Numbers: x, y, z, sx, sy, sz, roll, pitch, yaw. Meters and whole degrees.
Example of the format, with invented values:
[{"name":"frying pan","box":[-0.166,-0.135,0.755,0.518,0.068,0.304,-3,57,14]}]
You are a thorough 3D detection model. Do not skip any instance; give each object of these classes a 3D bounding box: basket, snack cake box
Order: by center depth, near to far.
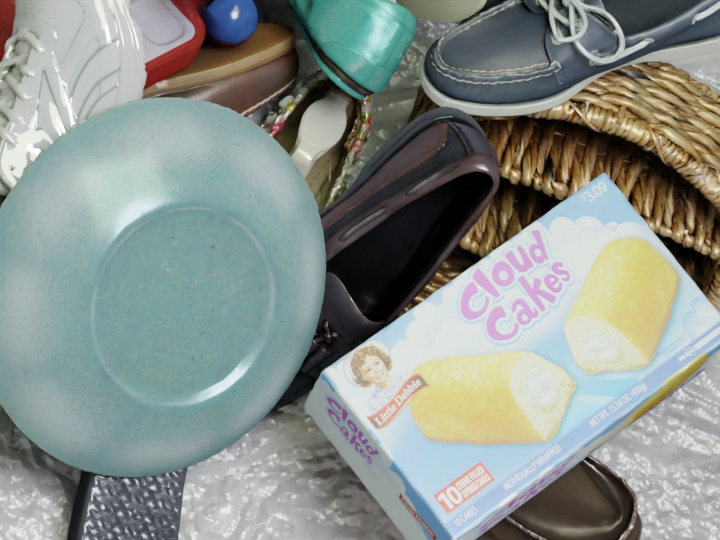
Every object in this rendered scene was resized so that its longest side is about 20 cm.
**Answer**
[{"name":"snack cake box","box":[0.084,0.053,1.583,0.200,0.067,0.115,-35,79,-20]},{"name":"basket","box":[0.122,-0.037,1.686,0.199,0.143,0.150,22,57,-8]}]

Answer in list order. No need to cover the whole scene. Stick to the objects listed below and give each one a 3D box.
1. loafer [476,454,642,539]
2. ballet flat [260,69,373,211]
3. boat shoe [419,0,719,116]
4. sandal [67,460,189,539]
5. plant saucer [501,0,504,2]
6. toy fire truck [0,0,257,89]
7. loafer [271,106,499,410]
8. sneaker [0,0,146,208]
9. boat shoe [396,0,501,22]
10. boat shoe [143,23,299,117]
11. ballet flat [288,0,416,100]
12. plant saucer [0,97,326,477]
[{"name":"loafer","box":[0.070,0.101,1.636,0.199,0.071,0.073,28,57,-5]},{"name":"ballet flat","box":[-0.048,-0.041,1.672,0.075,0.064,0.201,27,58,-6]},{"name":"boat shoe","box":[0.128,-0.138,1.626,0.199,0.062,0.075,-12,59,-11]},{"name":"sandal","box":[-0.116,0.076,1.583,0.076,0.043,0.201,24,75,-21]},{"name":"plant saucer","box":[0.115,-0.204,1.804,0.200,0.035,0.201,29,41,-29]},{"name":"toy fire truck","box":[-0.146,-0.171,1.658,0.199,0.112,0.168,-29,70,-37]},{"name":"loafer","box":[0.000,0.000,1.601,0.072,0.200,0.063,36,10,-29]},{"name":"sneaker","box":[-0.163,-0.077,1.521,0.099,0.078,0.201,-10,95,-31]},{"name":"boat shoe","box":[0.031,-0.195,1.726,0.063,0.074,0.201,-6,22,-31]},{"name":"boat shoe","box":[-0.120,-0.082,1.670,0.199,0.070,0.071,-22,113,-25]},{"name":"ballet flat","box":[-0.020,-0.172,1.702,0.067,0.070,0.200,33,13,-40]},{"name":"plant saucer","box":[-0.098,0.014,1.518,0.200,0.039,0.202,-8,107,-27]}]
